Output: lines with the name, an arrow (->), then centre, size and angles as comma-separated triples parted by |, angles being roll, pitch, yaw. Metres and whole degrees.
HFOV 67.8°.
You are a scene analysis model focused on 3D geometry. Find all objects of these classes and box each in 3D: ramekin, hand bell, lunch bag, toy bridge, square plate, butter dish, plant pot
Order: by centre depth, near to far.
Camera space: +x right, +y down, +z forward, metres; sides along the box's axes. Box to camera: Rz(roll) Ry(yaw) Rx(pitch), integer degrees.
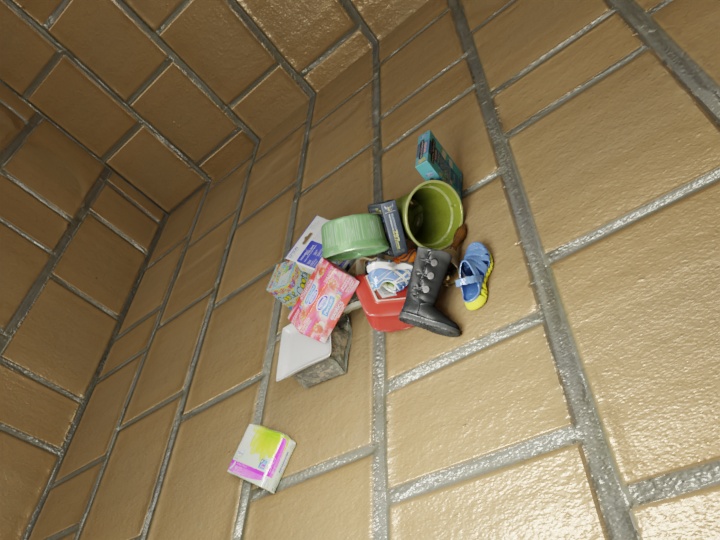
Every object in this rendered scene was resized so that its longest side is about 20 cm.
butter dish -> 0.084, 0.105, 1.488 | 0.195, 0.150, 0.201 | -4, 33, -14
hand bell -> 0.263, -0.062, 1.512 | 0.103, 0.105, 0.201 | -13, 33, 42
ramekin -> -0.021, -0.094, 1.537 | 0.198, 0.198, 0.100 | -16, 82, 41
square plate -> -0.155, 0.208, 1.547 | 0.198, 0.028, 0.200 | -29, 36, 23
toy bridge -> 0.000, 0.000, 1.607 | 0.199, 0.027, 0.069 | -33, 51, 52
lunch bag -> -0.119, 0.227, 1.619 | 0.162, 0.118, 0.202 | -25, 33, 27
plant pot -> 0.179, -0.165, 1.622 | 0.202, 0.200, 0.184 | -54, 22, -11

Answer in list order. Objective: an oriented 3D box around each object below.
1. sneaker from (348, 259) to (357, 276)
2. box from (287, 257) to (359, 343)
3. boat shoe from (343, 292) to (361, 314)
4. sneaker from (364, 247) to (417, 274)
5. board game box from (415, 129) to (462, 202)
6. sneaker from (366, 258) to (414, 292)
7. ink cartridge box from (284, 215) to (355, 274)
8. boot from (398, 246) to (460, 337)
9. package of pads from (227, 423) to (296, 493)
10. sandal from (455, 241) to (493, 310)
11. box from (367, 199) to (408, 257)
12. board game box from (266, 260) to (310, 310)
sneaker -> -0.024, 0.028, 1.769 | 0.147, 0.079, 0.205 | 132, 139, -71
box -> -0.103, 0.081, 1.477 | 0.202, 0.095, 0.099 | -59, 33, 3
boat shoe -> -0.066, 0.109, 1.665 | 0.200, 0.071, 0.061 | -29, 74, 45
sneaker -> 0.088, -0.007, 1.614 | 0.201, 0.112, 0.077 | -51, 32, -4
board game box -> 0.246, -0.308, 1.657 | 0.046, 0.200, 0.153 | -22, 39, 33
sneaker -> 0.106, 0.021, 1.432 | 0.076, 0.196, 0.079 | 141, 129, -63
ink cartridge box -> -0.105, -0.068, 1.700 | 0.197, 0.047, 0.199 | 20, 59, 25
boot -> 0.199, 0.052, 1.371 | 0.066, 0.162, 0.203 | 98, -169, -70
package of pads -> -0.285, 0.531, 1.540 | 0.198, 0.068, 0.157 | -5, 52, 47
sandal -> 0.291, -0.002, 1.390 | 0.079, 0.087, 0.203 | -23, 38, 36
box -> 0.079, -0.128, 1.615 | 0.050, 0.161, 0.200 | -17, 8, -9
board game box -> -0.200, 0.069, 1.799 | 0.102, 0.200, 0.106 | -16, 44, 40
